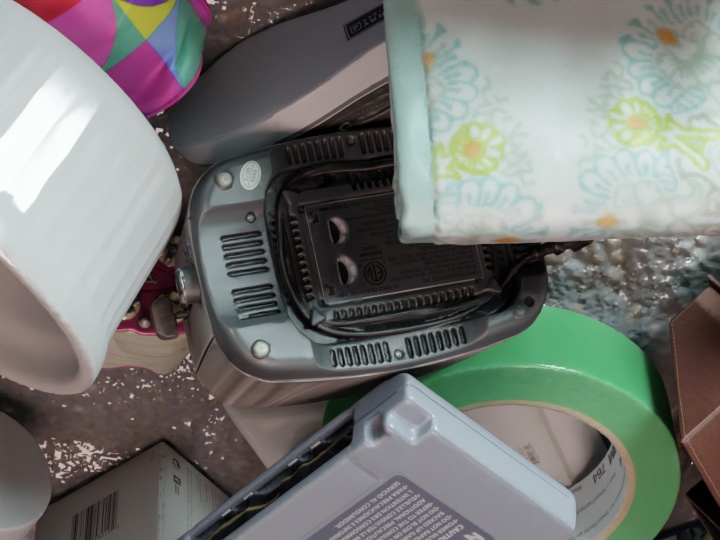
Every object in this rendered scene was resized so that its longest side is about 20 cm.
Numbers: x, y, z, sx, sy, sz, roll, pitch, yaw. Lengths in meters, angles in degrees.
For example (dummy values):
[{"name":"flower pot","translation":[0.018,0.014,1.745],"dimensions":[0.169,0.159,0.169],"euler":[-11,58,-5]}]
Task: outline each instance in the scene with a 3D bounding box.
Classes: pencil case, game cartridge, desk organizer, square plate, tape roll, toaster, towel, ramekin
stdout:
[{"name":"pencil case","translation":[-0.141,-0.153,0.820],"dimensions":[0.088,0.089,0.200],"euler":[-21,132,17]},{"name":"game cartridge","translation":[0.002,0.140,0.925],"dimensions":[0.133,0.041,0.200],"euler":[39,121,-22]},{"name":"desk organizer","translation":[0.217,0.102,1.048],"dimensions":[0.077,0.072,0.200],"euler":[-40,134,-4]},{"name":"square plate","translation":[0.044,0.117,1.116],"dimensions":[0.196,0.029,0.201],"euler":[-16,132,13]},{"name":"tape roll","translation":[0.077,0.106,1.056],"dimensions":[0.198,0.048,0.202],"euler":[-1,134,-1]},{"name":"toaster","translation":[0.000,0.000,0.915],"dimensions":[0.198,0.115,0.129],"euler":[-11,170,-19]},{"name":"towel","translation":[0.093,-0.112,0.802],"dimensions":[0.169,0.202,0.048],"euler":[-3,169,1]},{"name":"ramekin","translation":[-0.176,-0.043,0.852],"dimensions":[0.199,0.098,0.201],"euler":[30,157,14]}]

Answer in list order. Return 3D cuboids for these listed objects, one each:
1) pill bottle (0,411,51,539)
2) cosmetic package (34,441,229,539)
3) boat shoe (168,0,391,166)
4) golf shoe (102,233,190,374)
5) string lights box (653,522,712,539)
[{"name":"pill bottle","translation":[-0.261,0.167,1.095],"dimensions":[0.111,0.113,0.200],"euler":[26,128,-24]},{"name":"cosmetic package","translation":[-0.097,0.206,1.157],"dimensions":[0.107,0.085,0.200],"euler":[-31,126,21]},{"name":"boat shoe","translation":[0.003,-0.092,0.892],"dimensions":[0.199,0.069,0.057],"euler":[-25,130,17]},{"name":"golf shoe","translation":[-0.175,0.015,0.985],"dimensions":[0.198,0.076,0.092],"euler":[12,150,-2]},{"name":"string lights box","translation":[0.232,0.205,1.154],"dimensions":[0.198,0.103,0.059],"euler":[-22,130,17]}]
